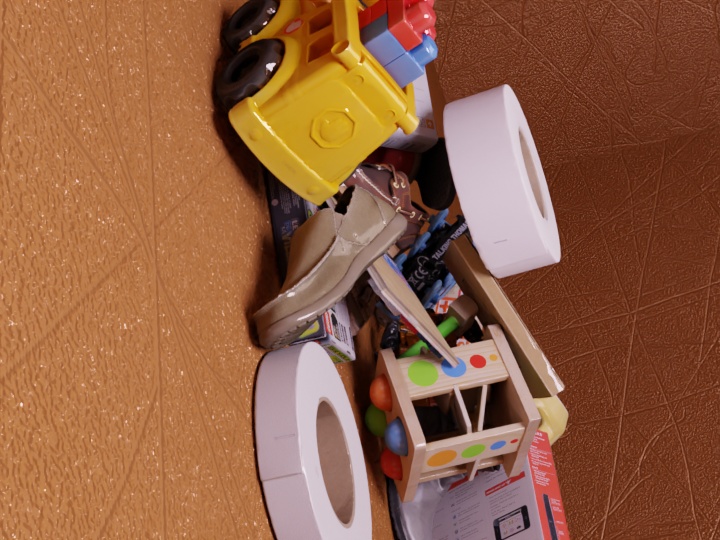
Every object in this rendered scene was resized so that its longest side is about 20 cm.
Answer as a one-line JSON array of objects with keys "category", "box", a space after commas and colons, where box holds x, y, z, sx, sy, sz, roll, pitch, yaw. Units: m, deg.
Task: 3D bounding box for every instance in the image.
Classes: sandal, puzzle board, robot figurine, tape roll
[{"category": "sandal", "box": [0.094, -0.116, 1.175, 0.200, 0.045, 0.075, -109, -144, -72]}, {"category": "puzzle board", "box": [0.027, 0.009, 1.036, 0.151, 0.017, 0.200, 58, 7, 34]}, {"category": "robot figurine", "box": [0.094, 0.137, 1.289, 0.058, 0.144, 0.201, -90, 174, -70]}, {"category": "tape roll", "box": [-0.035, 0.159, 0.838, 0.203, 0.037, 0.204, -13, 90, -79]}, {"category": "tape roll", "box": [0.155, -0.095, 1.114, 0.202, 0.071, 0.203, -16, 90, -73]}]

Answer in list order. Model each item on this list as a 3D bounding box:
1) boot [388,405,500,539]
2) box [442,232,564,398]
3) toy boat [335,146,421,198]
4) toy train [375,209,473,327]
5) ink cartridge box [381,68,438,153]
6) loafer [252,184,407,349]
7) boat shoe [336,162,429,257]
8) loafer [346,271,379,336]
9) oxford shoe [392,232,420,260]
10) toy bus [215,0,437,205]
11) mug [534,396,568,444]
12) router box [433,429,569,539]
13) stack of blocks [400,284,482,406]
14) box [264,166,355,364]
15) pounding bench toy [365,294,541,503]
[{"category": "boot", "box": [0.100, 0.238, 1.186, 0.070, 0.131, 0.201, 57, 22, -63]}, {"category": "box", "box": [0.159, 0.058, 1.180, 0.200, 0.021, 0.164, 58, -4, 7]}, {"category": "toy boat", "box": [-0.017, -0.177, 1.195, 0.130, 0.130, 0.201, 13, 60, -45]}, {"category": "toy train", "box": [0.089, 0.004, 1.362, 0.200, 0.087, 0.114, -46, 168, -36]}, {"category": "ink cartridge box", "box": [-0.015, -0.236, 1.115, 0.197, 0.047, 0.201, 4, 66, -35]}, {"category": "loafer", "box": [-0.035, -0.006, 0.864, 0.067, 0.076, 0.200, 46, 42, -2]}, {"category": "boat shoe", "box": [0.019, -0.079, 1.073, 0.070, 0.070, 0.200, 51, 4, 24]}, {"category": "loafer", "box": [0.000, 0.000, 1.142, 0.200, 0.063, 0.072, -86, 160, -58]}, {"category": "oxford shoe", "box": [0.041, -0.050, 1.388, 0.200, 0.074, 0.071, -66, 141, -73]}, {"category": "toy bus", "box": [-0.014, -0.188, 0.891, 0.136, 0.192, 0.200, 41, 29, -34]}, {"category": "mug", "box": [0.215, 0.225, 1.438, 0.150, 0.153, 0.187, 53, 0, -40]}, {"category": "router box", "box": [0.150, 0.305, 1.213, 0.049, 0.200, 0.180, 22, 47, -33]}, {"category": "stack of blocks", "box": [0.107, 0.088, 1.445, 0.059, 0.115, 0.201, 59, 38, -57]}, {"category": "box", "box": [-0.049, -0.017, 0.985, 0.110, 0.035, 0.201, 48, 31, -69]}, {"category": "pounding bench toy", "box": [0.079, 0.128, 1.134, 0.124, 0.155, 0.200, 97, -21, -51]}]
